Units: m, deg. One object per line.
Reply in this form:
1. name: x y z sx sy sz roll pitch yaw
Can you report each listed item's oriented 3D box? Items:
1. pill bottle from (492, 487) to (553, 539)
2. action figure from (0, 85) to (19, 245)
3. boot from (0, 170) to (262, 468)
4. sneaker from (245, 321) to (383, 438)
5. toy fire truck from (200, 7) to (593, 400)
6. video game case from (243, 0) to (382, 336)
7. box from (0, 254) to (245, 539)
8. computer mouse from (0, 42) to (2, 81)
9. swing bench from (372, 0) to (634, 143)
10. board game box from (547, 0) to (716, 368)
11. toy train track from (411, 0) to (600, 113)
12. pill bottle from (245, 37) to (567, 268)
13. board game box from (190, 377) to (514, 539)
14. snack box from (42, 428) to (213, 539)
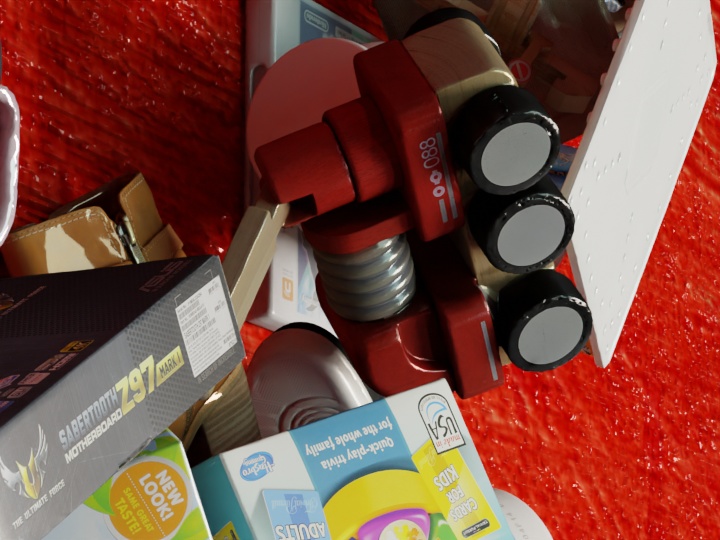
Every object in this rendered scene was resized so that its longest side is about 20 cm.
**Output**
1. pill bottle: -0.004 0.170 1.387 0.199 0.112 0.113 -3 87 -41
2. action figure: -0.219 -0.002 1.020 0.200 0.148 0.135 -23 111 -76
3. boot: -0.121 0.054 1.270 0.200 0.076 0.156 -37 110 -48
4. sneaker: -0.006 0.076 1.499 0.112 0.073 0.201 -73 153 -44
5. toy fire truck: 0.000 0.000 1.337 0.129 0.199 0.177 -120 -168 -47
6. video game case: -0.007 -0.045 1.566 0.200 0.023 0.184 23 65 -60
7. box: -0.157 0.056 1.101 0.200 0.157 0.051 -40 119 -57
8. computer mouse: -0.196 -0.134 1.186 0.140 0.046 0.202 0 84 -64
9. swing bench: 0.089 -0.191 1.636 0.200 0.129 0.200 67 27 -20
10. board game box: 0.142 -0.077 1.528 0.200 0.026 0.201 67 41 -62
11. toy train track: 0.033 -0.136 1.517 0.033 0.199 0.115 -56 175 -20
12. pill bottle: 0.026 -0.053 1.486 0.200 0.112 0.113 24 64 -59
13. board game box: 0.016 0.162 1.274 0.150 0.047 0.201 -16 79 -46
14. snack box: -0.115 0.178 1.184 0.053 0.141 0.201 34 -37 65
